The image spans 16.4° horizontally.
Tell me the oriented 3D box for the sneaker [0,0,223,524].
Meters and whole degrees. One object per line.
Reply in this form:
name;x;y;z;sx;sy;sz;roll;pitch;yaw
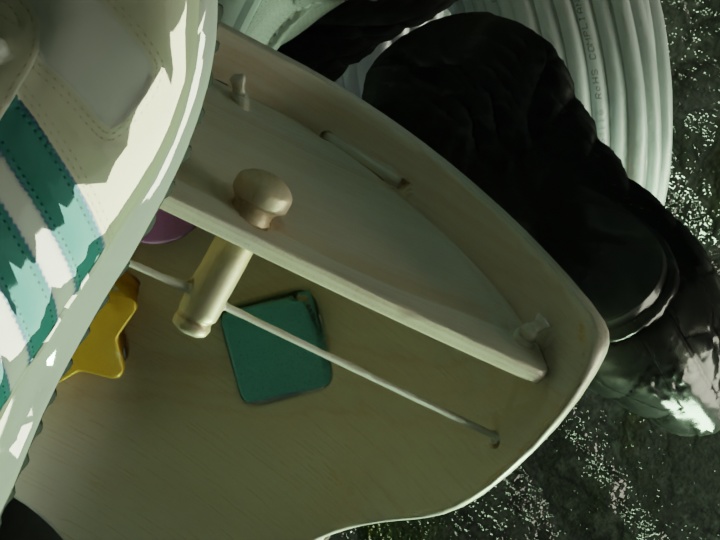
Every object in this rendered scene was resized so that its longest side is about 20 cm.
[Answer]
sneaker;-0.091;-0.008;0.491;0.200;0.070;0.093;-66;166;12

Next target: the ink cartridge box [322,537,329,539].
ink cartridge box;-0.097;0.076;1.011;0.200;0.128;0.125;12;-111;60

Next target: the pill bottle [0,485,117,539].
pill bottle;-0.077;0.060;0.752;0.114;0.113;0.201;-89;-170;-83

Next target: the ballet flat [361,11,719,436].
ballet flat;0.048;-0.018;0.723;0.066;0.057;0.200;-31;-144;1

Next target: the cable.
cable;0.046;-0.077;0.930;0.200;0.069;0.200;111;-38;-53

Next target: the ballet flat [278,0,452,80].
ballet flat;-0.009;-0.103;0.859;0.200;0.067;0.057;-32;-178;40

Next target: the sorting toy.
sorting toy;-0.075;0.025;0.646;0.180;0.200;0.107;-55;-153;18

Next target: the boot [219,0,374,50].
boot;0.012;-0.100;0.753;0.074;0.095;0.200;-66;-174;-34
